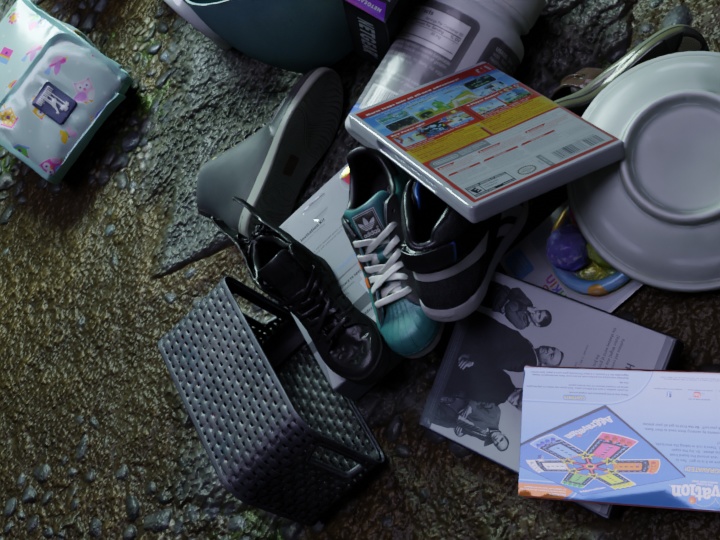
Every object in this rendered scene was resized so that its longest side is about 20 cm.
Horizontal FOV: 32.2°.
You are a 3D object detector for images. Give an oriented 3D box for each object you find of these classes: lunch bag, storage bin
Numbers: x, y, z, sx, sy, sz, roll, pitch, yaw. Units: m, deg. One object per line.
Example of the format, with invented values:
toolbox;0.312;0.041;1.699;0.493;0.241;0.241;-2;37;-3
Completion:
lunch bag;-0.385;-0.218;1.533;0.200;0.122;0.171;39;92;33
storage bin;-0.083;0.117;1.128;0.094;0.135;0.200;-44;50;12

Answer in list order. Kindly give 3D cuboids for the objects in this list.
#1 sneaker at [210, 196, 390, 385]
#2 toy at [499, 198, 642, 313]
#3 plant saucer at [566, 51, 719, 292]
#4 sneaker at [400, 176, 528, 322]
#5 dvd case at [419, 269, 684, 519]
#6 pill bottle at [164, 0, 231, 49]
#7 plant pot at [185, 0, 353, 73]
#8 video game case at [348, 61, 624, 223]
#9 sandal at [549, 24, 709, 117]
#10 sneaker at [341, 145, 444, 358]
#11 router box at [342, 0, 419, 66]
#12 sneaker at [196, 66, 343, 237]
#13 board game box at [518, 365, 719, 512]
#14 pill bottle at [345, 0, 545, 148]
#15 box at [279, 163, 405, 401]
sneaker;-0.055;0.018;1.123;0.060;0.104;0.200;-44;50;10
toy;0.208;-0.041;1.046;0.200;0.047;0.115;-41;50;14
plant saucer;0.260;-0.084;0.983;0.200;0.050;0.201;-3;78;16
sneaker;0.090;-0.063;1.062;0.073;0.112;0.200;-1;42;24
dvd case;0.151;0.095;1.024;0.200;0.025;0.151;22;92;40
pill bottle;-0.132;-0.362;1.412;0.200;0.114;0.114;-50;49;7
plant pot;-0.065;-0.286;1.296;0.200;0.135;0.200;-23;35;17
video game case;0.098;-0.111;1.020;0.143;0.017;0.200;-24;37;-18
sandal;0.210;-0.146;1.087;0.201;0.080;0.057;-31;36;13
sneaker;0.020;-0.020;1.101;0.071;0.080;0.200;-25;58;24
router box;0.044;-0.285;1.195;0.051;0.200;0.149;30;87;5
sneaker;-0.102;-0.132;1.303;0.106;0.075;0.200;26;86;39
board game box;0.218;0.126;0.937;0.199;0.019;0.103;0;81;25
pill bottle;0.082;-0.190;1.169;0.114;0.114;0.200;31;89;42
box;0.000;0.000;1.188;0.156;0.041;0.200;-42;51;12
